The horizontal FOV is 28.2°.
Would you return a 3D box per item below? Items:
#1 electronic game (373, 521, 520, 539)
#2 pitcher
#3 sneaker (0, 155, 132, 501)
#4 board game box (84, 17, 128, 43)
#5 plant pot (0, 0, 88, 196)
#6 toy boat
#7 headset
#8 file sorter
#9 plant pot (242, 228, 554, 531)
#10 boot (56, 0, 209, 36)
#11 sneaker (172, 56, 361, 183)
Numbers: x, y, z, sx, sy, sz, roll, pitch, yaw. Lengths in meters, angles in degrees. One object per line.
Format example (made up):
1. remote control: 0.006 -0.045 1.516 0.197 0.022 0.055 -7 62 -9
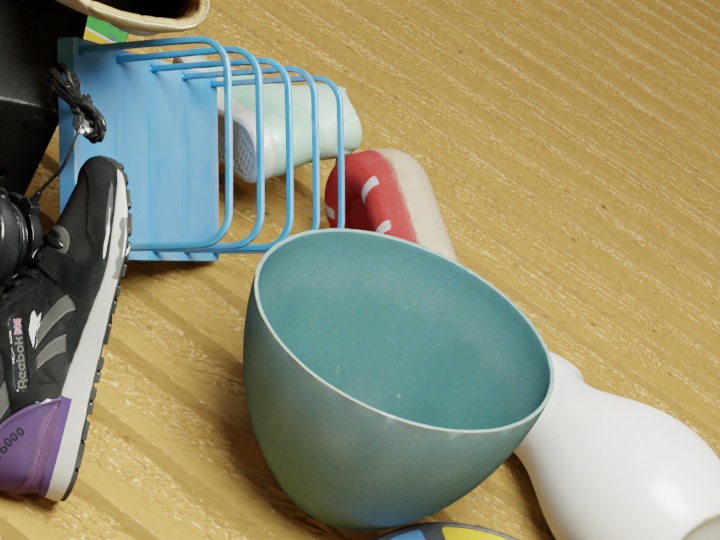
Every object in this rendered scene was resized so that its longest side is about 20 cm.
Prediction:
1. electronic game: 0.076 0.230 0.855 0.198 0.042 0.201 15 35 -11
2. pitcher: 0.190 0.145 1.020 0.170 0.122 0.200 14 20 -40
3. sneaker: -0.188 0.026 0.822 0.087 0.203 0.076 14 -9 -17
4. board game box: -0.294 -0.224 1.210 0.198 0.041 0.154 22 33 -13
5. plant pot: -0.292 -0.139 0.965 0.198 0.200 0.179 10 48 -29
6. toy boat: 0.000 0.000 1.084 0.129 0.132 0.201 -10 41 -5
7. headset: -0.239 -0.041 0.860 0.094 0.199 0.124 54 -3 27
8. file sorter: -0.101 -0.078 0.973 0.121 0.141 0.200 -1 0 22
9. plant pot: 0.007 0.086 0.921 0.198 0.136 0.201 16 31 -10
10. boot: -0.186 -0.203 0.856 0.199 0.073 0.155 32 1 -19
11. sneaker: -0.077 -0.130 1.177 0.117 0.075 0.200 -13 32 -27
